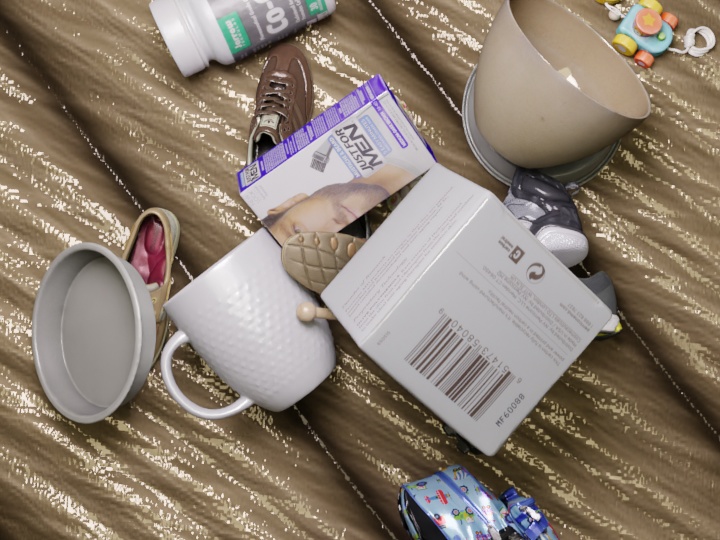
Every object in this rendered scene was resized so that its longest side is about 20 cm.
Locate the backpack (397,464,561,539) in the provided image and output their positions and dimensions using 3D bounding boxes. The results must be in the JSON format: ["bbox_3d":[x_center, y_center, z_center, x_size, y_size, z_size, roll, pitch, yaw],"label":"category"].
[{"bbox_3d":[0.134,0.300,1.259,0.134,0.183,0.200,-36,74,-11],"label":"backpack"}]

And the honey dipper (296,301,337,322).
[{"bbox_3d":[0.023,0.054,1.262,0.198,0.038,0.038,6,85,-25],"label":"honey dipper"}]

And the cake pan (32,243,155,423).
[{"bbox_3d":[-0.301,0.070,1.288,0.199,0.037,0.202,-2,87,40],"label":"cake pan"}]

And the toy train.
[{"bbox_3d":[0.353,-0.349,1.364,0.149,0.056,0.202,-17,85,0],"label":"toy train"}]

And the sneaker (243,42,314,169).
[{"bbox_3d":[-0.096,-0.176,1.344,0.070,0.076,0.202,7,86,1],"label":"sneaker"}]

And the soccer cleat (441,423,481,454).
[{"bbox_3d":[0.103,0.121,1.330,0.086,0.070,0.201,-34,83,-24],"label":"soccer cleat"}]

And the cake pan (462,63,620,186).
[{"bbox_3d":[0.222,-0.194,1.362,0.198,0.037,0.202,0,85,1],"label":"cake pan"}]

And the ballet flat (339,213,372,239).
[{"bbox_3d":[-0.021,-0.069,1.344,0.066,0.057,0.202,-6,85,1],"label":"ballet flat"}]

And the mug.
[{"bbox_3d":[-0.133,0.081,1.284,0.200,0.148,0.176,-39,96,-14],"label":"mug"}]

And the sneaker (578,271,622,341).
[{"bbox_3d":[0.206,0.037,1.334,0.198,0.075,0.085,5,71,-3],"label":"sneaker"}]

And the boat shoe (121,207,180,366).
[{"bbox_3d":[-0.259,0.022,1.334,0.073,0.066,0.202,6,85,1],"label":"boat shoe"}]

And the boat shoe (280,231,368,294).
[{"bbox_3d":[0.000,0.000,1.281,0.199,0.068,0.073,11,92,-20],"label":"boat shoe"}]

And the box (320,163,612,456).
[{"bbox_3d":[0.105,0.036,1.173,0.199,0.171,0.200,41,91,-22],"label":"box"}]

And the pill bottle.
[{"bbox_3d":[-0.139,-0.313,1.338,0.199,0.113,0.114,-27,85,-1],"label":"pill bottle"}]

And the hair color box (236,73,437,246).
[{"bbox_3d":[-0.027,-0.114,1.272,0.199,0.065,0.109,-34,119,10],"label":"hair color box"}]

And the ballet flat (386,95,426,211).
[{"bbox_3d":[0.054,-0.119,1.344,0.075,0.064,0.201,-26,86,-2],"label":"ballet flat"}]

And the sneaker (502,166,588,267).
[{"bbox_3d":[0.163,-0.058,1.324,0.198,0.076,0.115,-2,63,10],"label":"sneaker"}]

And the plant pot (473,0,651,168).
[{"bbox_3d":[0.203,-0.193,1.266,0.200,0.200,0.135,42,123,4],"label":"plant pot"}]
